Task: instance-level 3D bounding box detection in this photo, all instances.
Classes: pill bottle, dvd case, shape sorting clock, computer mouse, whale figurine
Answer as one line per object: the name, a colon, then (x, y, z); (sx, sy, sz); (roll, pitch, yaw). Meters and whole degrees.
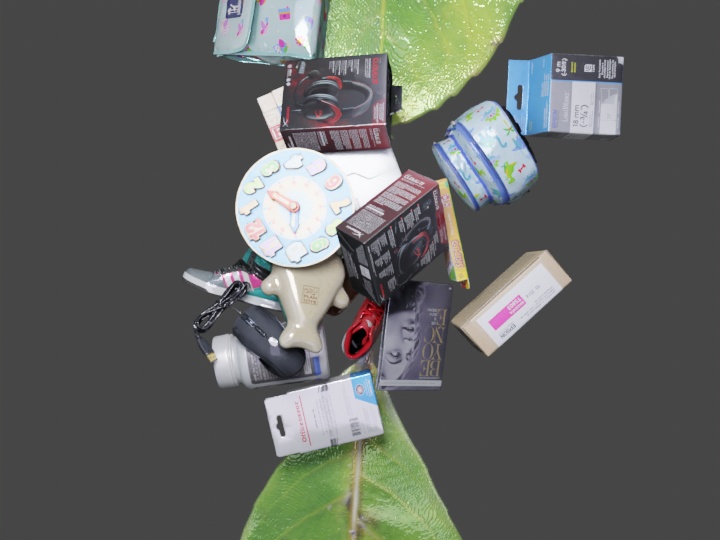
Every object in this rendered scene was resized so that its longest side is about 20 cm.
pill bottle: (-0.161, 0.153, 1.540); (0.199, 0.114, 0.114); (-7, 91, -1)
dvd case: (0.100, 0.119, 1.551); (0.148, 0.016, 0.201); (6, 92, -36)
shape sorting clock: (-0.109, -0.105, 1.415); (0.199, 0.039, 0.201); (0, 89, 4)
computer mouse: (-0.199, 0.120, 1.466); (0.140, 0.046, 0.200); (-39, 77, -10)
whale figurine: (-0.100, 0.047, 1.477); (0.159, 0.104, 0.201); (10, 70, -18)

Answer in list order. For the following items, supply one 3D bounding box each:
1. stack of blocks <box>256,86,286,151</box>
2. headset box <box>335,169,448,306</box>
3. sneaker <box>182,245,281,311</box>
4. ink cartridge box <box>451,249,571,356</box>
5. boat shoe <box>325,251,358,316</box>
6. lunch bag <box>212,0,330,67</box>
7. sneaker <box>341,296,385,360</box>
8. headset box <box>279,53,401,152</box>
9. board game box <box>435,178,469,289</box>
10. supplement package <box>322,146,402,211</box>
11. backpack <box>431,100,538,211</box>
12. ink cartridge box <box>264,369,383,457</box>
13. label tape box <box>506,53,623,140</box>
stack of blocks: (-0.074, -0.296, 1.558); (0.200, 0.059, 0.115); (-22, 91, 0)
headset box: (0.065, -0.062, 1.442); (0.200, 0.149, 0.075); (-40, 48, -23)
sneaker: (-0.215, -0.006, 1.550); (0.199, 0.084, 0.121); (15, 93, -4)
ink cartridge box: (0.264, 0.056, 1.518); (0.200, 0.165, 0.075); (-42, 91, 1)
boat shoe: (-0.004, -0.003, 1.546); (0.075, 0.075, 0.203); (28, 91, -38)
lunch bag: (-0.162, -0.456, 1.525); (0.199, 0.122, 0.171); (8, 93, 7)
sneaker: (0.031, 0.078, 1.540); (0.078, 0.116, 0.200); (23, 91, -1)
headset box: (-0.028, -0.284, 1.448); (0.199, 0.075, 0.149); (-1, 65, 9)
board game box: (0.162, -0.063, 1.548); (0.030, 0.096, 0.201); (-15, 91, -2)
supplement package: (-0.032, -0.163, 1.536); (0.200, 0.111, 0.156); (-21, 91, 1)
backpack: (0.220, -0.193, 1.495); (0.147, 0.200, 0.183); (-34, 92, 0)
ink cartridge box: (-0.066, 0.262, 1.566); (0.199, 0.068, 0.116); (-13, 91, -1)
label tape box: (0.373, -0.318, 1.562); (0.199, 0.063, 0.145); (2, 91, -1)
